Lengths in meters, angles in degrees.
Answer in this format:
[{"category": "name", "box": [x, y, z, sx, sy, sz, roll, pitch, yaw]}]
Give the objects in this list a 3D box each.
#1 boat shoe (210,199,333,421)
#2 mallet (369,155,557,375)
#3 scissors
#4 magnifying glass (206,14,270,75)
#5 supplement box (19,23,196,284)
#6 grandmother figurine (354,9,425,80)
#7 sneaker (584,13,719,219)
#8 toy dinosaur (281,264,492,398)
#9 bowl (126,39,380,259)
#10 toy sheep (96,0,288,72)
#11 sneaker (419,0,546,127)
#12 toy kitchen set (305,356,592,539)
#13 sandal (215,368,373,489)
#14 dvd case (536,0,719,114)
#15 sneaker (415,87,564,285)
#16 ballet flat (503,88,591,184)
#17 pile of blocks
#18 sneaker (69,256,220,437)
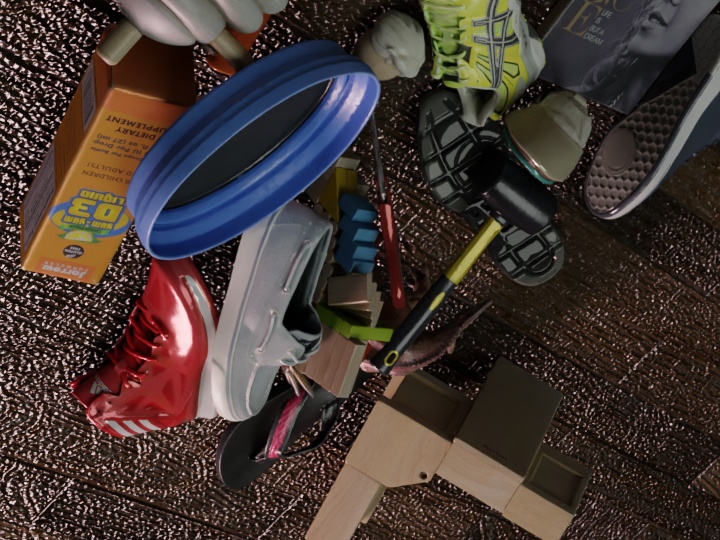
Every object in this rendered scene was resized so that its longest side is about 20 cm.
[{"category": "boat shoe", "box": [-0.065, 0.039, 1.568, 0.070, 0.071, 0.202, -40, 148, -56]}, {"category": "mallet", "box": [0.069, -0.005, 1.613, 0.200, 0.041, 0.066, -45, 115, 0]}, {"category": "scissors", "box": [0.016, -0.062, 1.566, 0.014, 0.073, 0.201, -8, 116, 4]}, {"category": "magnifying glass", "box": [-0.050, -0.225, 1.442, 0.079, 0.022, 0.200, 12, 123, -43]}, {"category": "supplement box", "box": [-0.181, -0.078, 1.426, 0.066, 0.069, 0.200, 11, 138, -23]}, {"category": "grandmother figurine", "box": [-0.034, -0.125, 1.532, 0.200, 0.061, 0.121, -38, 169, 0]}, {"category": "sneaker", "box": [0.297, -0.113, 1.761, 0.146, 0.077, 0.203, 18, 117, -42]}, {"category": "toy dinosaur", "box": [0.005, 0.055, 1.669, 0.136, 0.199, 0.086, -44, 135, -60]}, {"category": "bowl", "box": [-0.077, -0.085, 1.405, 0.200, 0.039, 0.201, -36, 166, -10]}, {"category": "toy sheep", "box": [-0.099, -0.210, 1.336, 0.200, 0.138, 0.138, -50, 142, -6]}, {"category": "sneaker", "box": [0.083, -0.181, 1.522, 0.077, 0.075, 0.200, -62, 143, -18]}, {"category": "toy kitchen set", "box": [0.092, 0.192, 1.873, 0.181, 0.199, 0.163, -62, 175, 31]}, {"category": "sandal", "box": [-0.049, 0.126, 1.783, 0.200, 0.045, 0.075, -41, 142, 8]}, {"category": "dvd case", "box": [0.233, -0.224, 1.648, 0.148, 0.016, 0.200, 16, 119, -44]}, {"category": "sneaker", "box": [0.097, -0.073, 1.668, 0.075, 0.079, 0.200, -31, 121, 3]}, {"category": "ballet flat", "box": [0.152, -0.114, 1.601, 0.069, 0.070, 0.200, -42, -176, 9]}, {"category": "pile of blocks", "box": [0.000, 0.000, 1.602, 0.062, 0.082, 0.202, 5, 85, -43]}, {"category": "sneaker", "box": [-0.173, 0.069, 1.611, 0.115, 0.078, 0.201, -22, 138, -18]}]
